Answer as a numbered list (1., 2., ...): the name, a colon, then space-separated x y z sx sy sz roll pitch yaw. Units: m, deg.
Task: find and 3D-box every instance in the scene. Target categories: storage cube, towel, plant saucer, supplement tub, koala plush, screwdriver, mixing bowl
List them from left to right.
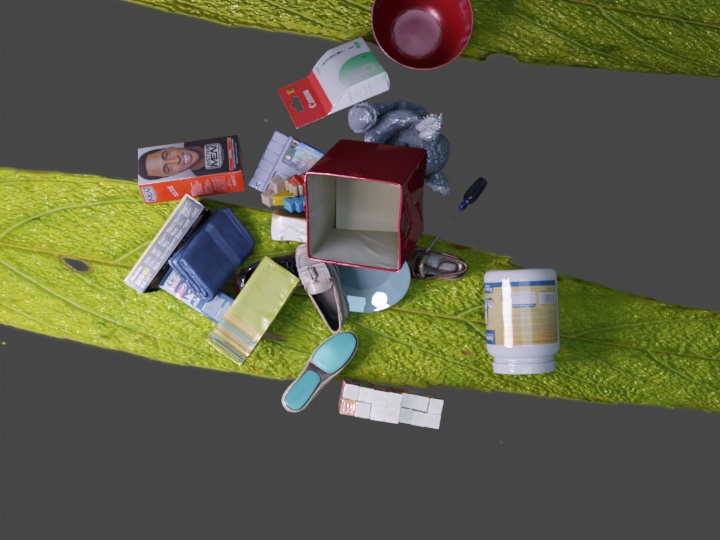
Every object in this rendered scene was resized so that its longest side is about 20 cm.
1. towel: -0.280 -0.032 1.669 0.048 0.200 0.112 -24 111 33
2. towel: -0.203 0.077 1.652 0.086 0.018 0.200 35 86 -6
3. plant saucer: 0.000 0.000 1.713 0.200 0.039 0.202 3 132 4
4. storage cube: 0.012 -0.122 1.561 0.199 0.180 0.172 9 120 17
5. koala plush: 0.102 -0.238 1.665 0.183 0.200 0.178 -19 116 -24
6. mixing bowl: 0.117 -0.487 1.733 0.199 0.108 0.201 0 90 -3
7. screwdriver: 0.190 -0.112 1.757 0.200 0.029 0.028 -48 127 -11
8. supplement tub: 0.319 0.098 1.715 0.144 0.145 0.201 -2 89 -3

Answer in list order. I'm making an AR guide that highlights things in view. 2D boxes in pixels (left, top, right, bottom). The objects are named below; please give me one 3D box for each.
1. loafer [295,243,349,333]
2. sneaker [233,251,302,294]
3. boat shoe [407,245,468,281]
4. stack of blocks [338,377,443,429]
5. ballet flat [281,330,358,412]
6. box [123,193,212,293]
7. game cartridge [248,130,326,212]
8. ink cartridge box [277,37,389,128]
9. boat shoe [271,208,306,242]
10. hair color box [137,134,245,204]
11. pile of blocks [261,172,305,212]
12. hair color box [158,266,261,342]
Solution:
1. loafer: -0.071 0.037 1.685 0.072 0.063 0.200 -13 129 17
2. sneaker: -0.155 0.005 1.716 0.199 0.098 0.071 -18 88 -5
3. boat shoe: 0.118 -0.015 1.742 0.199 0.072 0.073 9 88 -3
4. stack of blocks: 0.059 0.263 1.713 0.199 0.115 0.059 11 89 -3
5. ballet flat: -0.081 0.201 1.734 0.069 0.069 0.200 45 82 -1
6. box: -0.366 -0.049 1.674 0.049 0.160 0.200 35 88 -1
7. game cartridge: -0.110 -0.184 1.754 0.199 0.038 0.130 27 92 -2
8. ink cartridge box: -0.059 -0.372 1.704 0.199 0.161 0.050 -22 133 -4
9. boat shoe: -0.078 -0.072 1.714 0.199 0.071 0.070 10 110 -2
10. hair color box: -0.332 -0.198 1.707 0.199 0.061 0.102 -9 54 -3
11. pile of blocks: -0.095 -0.157 1.689 0.199 0.062 0.082 -7 47 -3
12. hair color box: -0.289 0.060 1.705 0.200 0.100 0.061 33 87 -3
